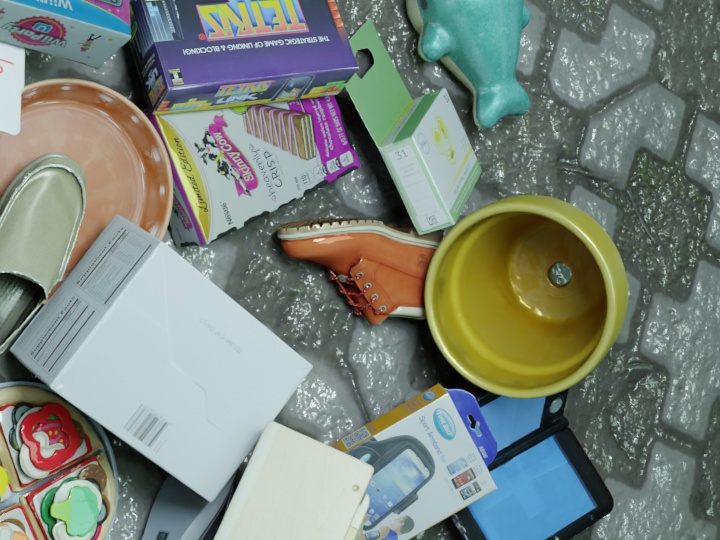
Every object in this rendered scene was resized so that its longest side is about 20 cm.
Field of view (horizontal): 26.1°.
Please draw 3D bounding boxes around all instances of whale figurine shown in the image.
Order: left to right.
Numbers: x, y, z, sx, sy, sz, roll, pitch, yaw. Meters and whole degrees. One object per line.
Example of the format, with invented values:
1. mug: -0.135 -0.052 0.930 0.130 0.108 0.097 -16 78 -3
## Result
1. whale figurine: 0.132 -0.255 1.647 0.159 0.104 0.201 -22 95 -35

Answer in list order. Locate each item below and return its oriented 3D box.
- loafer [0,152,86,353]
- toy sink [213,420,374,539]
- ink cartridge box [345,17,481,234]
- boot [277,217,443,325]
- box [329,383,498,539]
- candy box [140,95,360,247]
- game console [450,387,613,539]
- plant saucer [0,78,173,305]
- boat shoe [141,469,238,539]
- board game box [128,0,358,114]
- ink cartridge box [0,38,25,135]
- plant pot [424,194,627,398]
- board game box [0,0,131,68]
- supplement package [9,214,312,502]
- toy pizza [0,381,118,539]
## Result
1. loafer: -0.285 -0.005 1.320 0.076 0.068 0.200 28 83 -29
2. toy sink: -0.061 0.236 1.416 0.112 0.200 0.131 24 71 4
3. ink cartridge box: 0.052 -0.155 1.586 0.200 0.048 0.146 64 25 -18
4. boot: 0.000 0.000 1.568 0.200 0.075 0.108 8 89 -37
5. box: 0.043 0.203 1.558 0.200 0.041 0.119 -29 107 -3
6. candy box: -0.109 -0.123 1.495 0.200 0.061 0.137 -30 105 -33
7. game console: 0.183 0.200 1.657 0.200 0.119 0.173 -24 136 -35
8. plant saucer: -0.264 -0.070 1.381 0.200 0.032 0.201 -4 98 -28
9. boat shoe: -0.158 0.254 1.447 0.066 0.070 0.200 45 60 -45
10. board game box: -0.120 -0.238 1.449 0.200 0.057 0.166 -11 71 -30
11. ink cartridge box: -0.342 -0.200 1.288 0.115 0.068 0.201 14 62 -35
12. plant pot: 0.189 0.015 1.622 0.189 0.200 0.201 -24 105 -66
13. board game box: -0.271 -0.284 1.298 0.147 0.064 0.201 12 63 -37
14. supplement package: -0.175 0.078 1.378 0.200 0.111 0.156 42 81 -33
15. toy pizza: -0.298 0.198 1.363 0.200 0.032 0.201 2 87 -37
